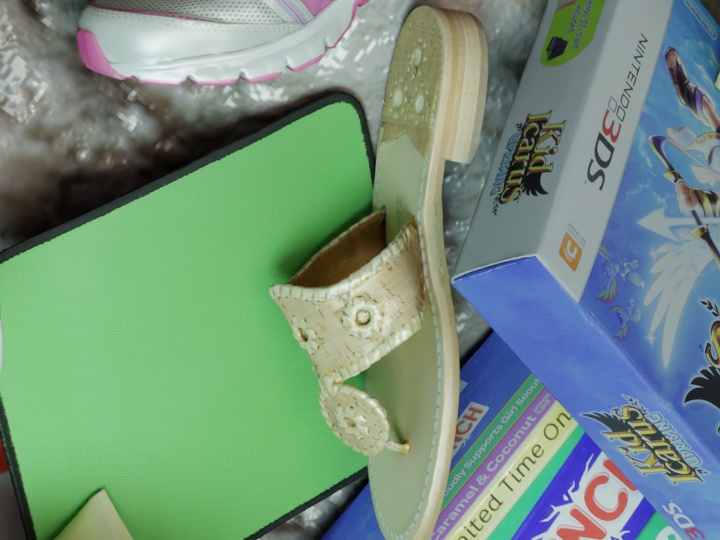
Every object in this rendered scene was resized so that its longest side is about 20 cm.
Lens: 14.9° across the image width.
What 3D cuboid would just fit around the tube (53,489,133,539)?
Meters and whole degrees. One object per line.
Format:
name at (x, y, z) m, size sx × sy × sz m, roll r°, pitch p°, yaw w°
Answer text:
tube at (-0.136, 0.161, 0.978) m, size 0.200 × 0.052 × 0.058 m, roll -38°, pitch 145°, yaw -42°

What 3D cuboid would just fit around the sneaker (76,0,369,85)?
sneaker at (-0.024, -0.135, 1.026) m, size 0.200 × 0.081 × 0.089 m, roll -31°, pitch 116°, yaw -23°

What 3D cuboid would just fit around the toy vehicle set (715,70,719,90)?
toy vehicle set at (0.222, -0.158, 1.091) m, size 0.200 × 0.026 × 0.124 m, roll -43°, pitch 162°, yaw -26°

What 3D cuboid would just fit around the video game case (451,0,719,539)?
video game case at (0.131, -0.004, 1.100) m, size 0.200 × 0.045 × 0.182 m, roll 47°, pitch 46°, yaw -30°

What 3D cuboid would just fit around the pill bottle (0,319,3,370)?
pill bottle at (-0.184, 0.011, 0.912) m, size 0.112 × 0.200 × 0.113 m, roll -3°, pitch 99°, yaw -22°

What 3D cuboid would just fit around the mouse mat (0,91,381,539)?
mouse mat at (-0.058, 0.035, 1.067) m, size 0.200 × 0.008 × 0.162 m, roll -27°, pitch 117°, yaw -35°

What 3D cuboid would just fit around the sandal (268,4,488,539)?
sandal at (-0.002, 0.000, 1.073) m, size 0.069 × 0.078 × 0.213 m, roll 7°, pitch 89°, yaw -24°

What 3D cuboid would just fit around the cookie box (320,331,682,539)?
cookie box at (0.096, 0.134, 1.161) m, size 0.171 × 0.075 × 0.200 m, roll -50°, pitch 120°, yaw -10°

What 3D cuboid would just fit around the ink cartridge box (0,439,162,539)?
ink cartridge box at (-0.156, 0.106, 1.052) m, size 0.162 × 0.050 × 0.201 m, roll -16°, pitch 115°, yaw -21°
